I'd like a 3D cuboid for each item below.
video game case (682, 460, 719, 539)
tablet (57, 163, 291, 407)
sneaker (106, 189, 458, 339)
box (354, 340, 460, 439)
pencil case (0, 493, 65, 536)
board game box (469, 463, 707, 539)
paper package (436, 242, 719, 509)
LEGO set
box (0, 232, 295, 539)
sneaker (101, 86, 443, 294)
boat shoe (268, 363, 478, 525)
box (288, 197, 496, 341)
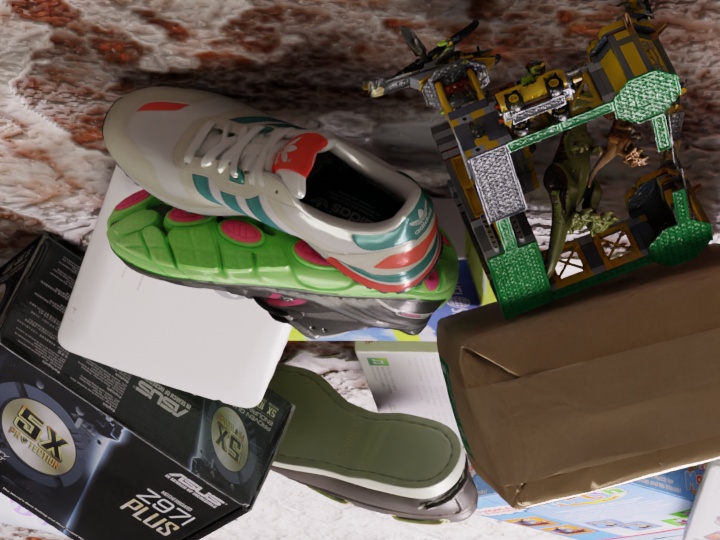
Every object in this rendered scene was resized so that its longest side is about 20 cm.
[{"bbox_3d":[0.316,0.170,1.941,0.199,0.024,0.182,14,159,5],"label":"video game case"},{"bbox_3d":[-0.093,-0.004,1.734,0.130,0.014,0.200,18,132,-6],"label":"tablet"},{"bbox_3d":[-0.047,0.003,1.672,0.199,0.077,0.084,12,139,0],"label":"sneaker"},{"bbox_3d":[0.105,0.068,1.927,0.199,0.036,0.144,1,155,10],"label":"box"},{"bbox_3d":[-0.207,0.146,2.081,0.199,0.083,0.091,16,174,-25],"label":"pencil case"},{"bbox_3d":[0.171,0.153,2.050,0.151,0.037,0.200,-14,159,42],"label":"board game box"},{"bbox_3d":[0.146,0.056,1.674,0.190,0.104,0.200,-14,-177,-2],"label":"paper package"},{"bbox_3d":[0.100,-0.078,1.575,0.153,0.116,0.200,-26,143,6],"label":"LEGO set"},{"bbox_3d":[-0.171,0.089,1.889,0.200,0.086,0.164,36,144,-17],"label":"box"},{"bbox_3d":[-0.046,-0.059,1.597,0.199,0.070,0.093,25,160,10],"label":"sneaker"},{"bbox_3d":[-0.013,0.118,1.944,0.201,0.072,0.061,18,153,34],"label":"boat shoe"},{"bbox_3d":[0.000,0.000,1.788,0.199,0.048,0.122,0,154,11],"label":"box"}]
